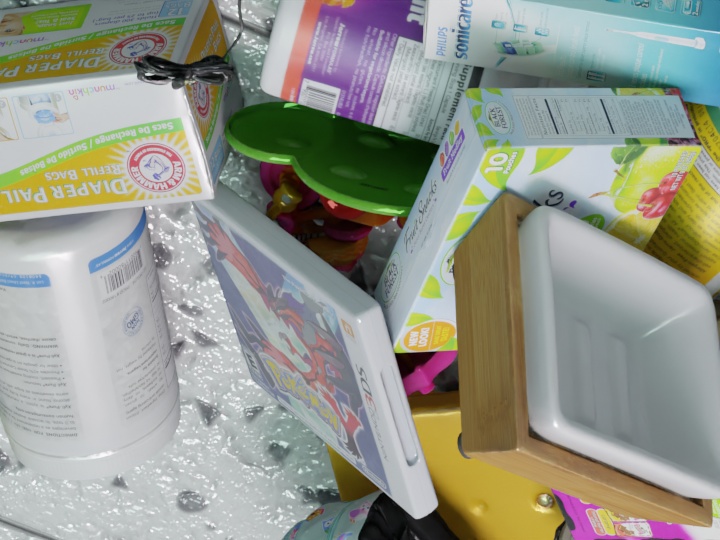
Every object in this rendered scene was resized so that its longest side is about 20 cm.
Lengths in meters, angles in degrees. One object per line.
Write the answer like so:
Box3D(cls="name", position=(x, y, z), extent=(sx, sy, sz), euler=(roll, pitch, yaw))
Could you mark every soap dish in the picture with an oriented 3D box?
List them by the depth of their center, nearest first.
Box3D(cls="soap dish", position=(0.135, 0.060, 1.556), extent=(0.081, 0.158, 0.200), euler=(-20, 151, 35))

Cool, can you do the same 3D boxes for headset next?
Box3D(cls="headset", position=(-0.089, -0.211, 1.606), extent=(0.093, 0.123, 0.201), euler=(-1, 107, -22))

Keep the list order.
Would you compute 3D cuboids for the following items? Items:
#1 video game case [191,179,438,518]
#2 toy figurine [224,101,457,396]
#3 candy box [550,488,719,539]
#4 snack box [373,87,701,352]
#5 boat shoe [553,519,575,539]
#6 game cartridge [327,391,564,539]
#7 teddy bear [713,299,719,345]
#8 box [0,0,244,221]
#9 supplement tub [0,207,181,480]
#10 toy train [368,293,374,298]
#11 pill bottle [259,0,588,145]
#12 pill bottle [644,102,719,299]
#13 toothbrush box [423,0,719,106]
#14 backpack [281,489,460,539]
Box3D(cls="video game case", position=(-0.032, 0.049, 1.711), extent=(0.023, 0.200, 0.183), euler=(-33, 132, -19))
Box3D(cls="toy figurine", position=(0.000, 0.000, 1.738), extent=(0.199, 0.150, 0.185), euler=(13, 120, 15))
Box3D(cls="candy box", position=(0.219, 0.114, 1.686), extent=(0.199, 0.061, 0.137), euler=(-2, 140, 22))
Box3D(cls="snack box", position=(0.103, -0.029, 1.591), extent=(0.141, 0.053, 0.200), euler=(-1, 143, -20))
Box3D(cls="boat shoe", position=(0.208, 0.152, 1.822), extent=(0.073, 0.200, 0.063), euler=(51, 157, 8))
Box3D(cls="game cartridge", position=(0.086, 0.159, 1.873), extent=(0.199, 0.033, 0.177), euler=(-4, 124, 15))
Box3D(cls="teddy bear", position=(0.305, 0.050, 1.723), extent=(0.199, 0.145, 0.067), euler=(-2, 94, -26))
Box3D(cls="box", position=(-0.189, -0.108, 1.729), extent=(0.199, 0.113, 0.102), euler=(-6, 124, 13))
Box3D(cls="supplement tub", position=(-0.201, 0.029, 1.818), extent=(0.131, 0.132, 0.201), euler=(0, 125, 11))
Box3D(cls="toy train", position=(0.074, 0.028, 1.817), extent=(0.199, 0.046, 0.034), euler=(-2, 108, 11))
Box3D(cls="pill bottle", position=(0.045, -0.139, 1.662), extent=(0.199, 0.112, 0.112), euler=(16, 127, -1))
Box3D(cls="pill bottle", position=(0.212, -0.040, 1.700), extent=(0.113, 0.113, 0.200), euler=(36, 124, -15))
Box3D(cls="toothbrush box", position=(0.146, -0.192, 1.572), extent=(0.199, 0.147, 0.085), euler=(9, 153, 3))
Box3D(cls="backpack", position=(0.027, 0.251, 1.830), extent=(0.126, 0.167, 0.200), euler=(-23, 112, 31))
